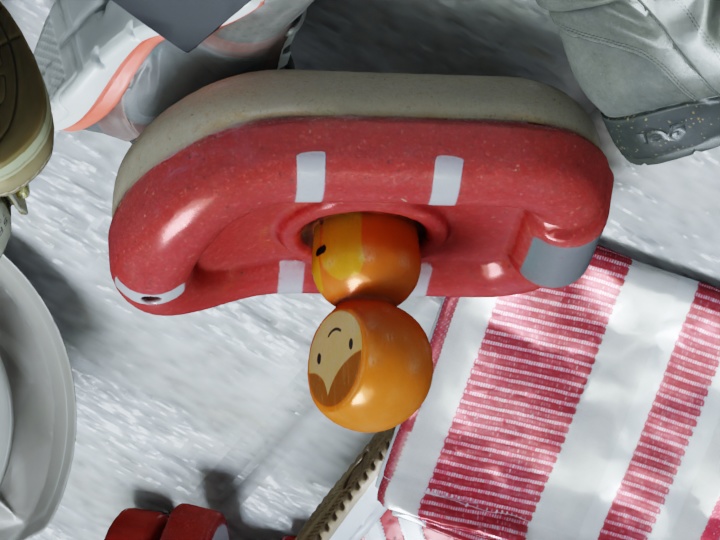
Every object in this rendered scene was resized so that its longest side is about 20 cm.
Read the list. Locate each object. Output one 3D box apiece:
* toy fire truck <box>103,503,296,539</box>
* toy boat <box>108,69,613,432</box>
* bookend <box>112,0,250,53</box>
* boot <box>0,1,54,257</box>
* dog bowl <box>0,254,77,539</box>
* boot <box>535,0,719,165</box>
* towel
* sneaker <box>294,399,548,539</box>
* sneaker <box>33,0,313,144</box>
[{"bbox_3d":[-0.084,0.223,1.429,0.112,0.168,0.201,9,139,14],"label":"toy fire truck"},{"bbox_3d":[0.000,0.000,1.128,0.199,0.131,0.131,1,158,-5],"label":"toy boat"},{"bbox_3d":[-0.071,-0.155,0.968,0.092,0.199,0.200,34,140,-20],"label":"bookend"},{"bbox_3d":[-0.173,-0.053,1.183,0.200,0.072,0.155,37,157,40],"label":"boot"},{"bbox_3d":[-0.233,0.070,1.310,0.200,0.201,0.059,31,165,-12],"label":"dog bowl"},{"bbox_3d":[0.139,-0.117,1.031,0.199,0.068,0.131,-17,122,35],"label":"boot"},{"bbox_3d":[0.120,0.071,1.226,0.199,0.023,0.145,20,105,1],"label":"towel"},{"bbox_3d":[0.034,0.132,1.299,0.112,0.071,0.200,35,111,-7],"label":"sneaker"},{"bbox_3d":[-0.051,-0.103,1.135,0.082,0.077,0.200,23,151,-32],"label":"sneaker"}]
